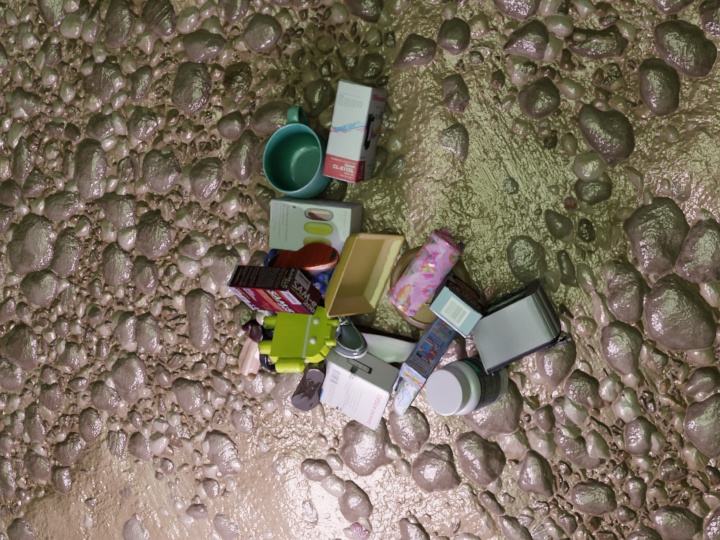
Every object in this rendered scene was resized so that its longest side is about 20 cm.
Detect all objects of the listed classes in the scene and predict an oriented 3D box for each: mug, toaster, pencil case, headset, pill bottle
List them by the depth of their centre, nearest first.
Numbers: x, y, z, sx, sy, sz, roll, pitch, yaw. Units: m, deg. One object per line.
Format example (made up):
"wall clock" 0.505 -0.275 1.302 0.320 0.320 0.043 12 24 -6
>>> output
"toaster" 0.339 0.117 1.509 0.197 0.181 0.121 -28 91 19
"pill bottle" 0.234 0.252 1.542 0.111 0.197 0.117 2 93 38
"pencil case" 0.144 0.003 1.571 0.087 0.087 0.202 37 107 6
"mug" -0.127 -0.258 1.604 0.150 0.114 0.189 29 95 20
"pencil case" -0.143 0.005 1.680 0.194 0.087 0.080 15 80 12
"headset" -0.197 0.141 1.710 0.092 0.123 0.205 22 93 28

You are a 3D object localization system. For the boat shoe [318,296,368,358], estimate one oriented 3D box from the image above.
"boat shoe" -0.056 0.127 1.625 0.072 0.063 0.199 -37 50 -14

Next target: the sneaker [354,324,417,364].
"sneaker" 0.032 0.186 1.667 0.194 0.073 0.087 14 101 12

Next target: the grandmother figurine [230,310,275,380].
"grandmother figurine" -0.257 0.173 1.759 0.118 0.061 0.205 21 108 4

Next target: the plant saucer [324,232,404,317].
"plant saucer" 0.000 0.000 1.591 0.048 0.198 0.205 30 107 30

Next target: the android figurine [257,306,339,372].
"android figurine" -0.138 0.144 1.595 0.194 0.041 0.187 -2 62 24

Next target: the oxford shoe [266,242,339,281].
"oxford shoe" -0.118 -0.010 1.580 0.196 0.072 0.073 -6 137 37

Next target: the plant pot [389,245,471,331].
"plant pot" 0.159 0.045 1.629 0.194 0.027 0.207 3 101 16

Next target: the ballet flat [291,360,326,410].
"ballet flat" -0.118 0.266 1.644 0.065 0.047 0.202 14 138 -6

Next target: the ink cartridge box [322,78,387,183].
"ink cartridge box" -0.011 -0.306 1.550 0.081 0.146 0.206 15 104 13

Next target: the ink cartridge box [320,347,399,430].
"ink cartridge box" -0.019 0.264 1.667 0.196 0.085 0.148 26 132 9

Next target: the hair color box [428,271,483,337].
"hair color box" 0.207 0.068 1.499 0.098 0.200 0.061 38 102 3

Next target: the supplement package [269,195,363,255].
"supplement package" -0.102 -0.105 1.633 0.194 0.109 0.118 7 103 15

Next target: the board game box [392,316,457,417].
"board game box" 0.129 0.217 1.562 0.061 0.199 0.203 33 118 11

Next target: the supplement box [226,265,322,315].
"supplement box" -0.195 0.044 1.585 0.196 0.109 0.062 2 58 37
